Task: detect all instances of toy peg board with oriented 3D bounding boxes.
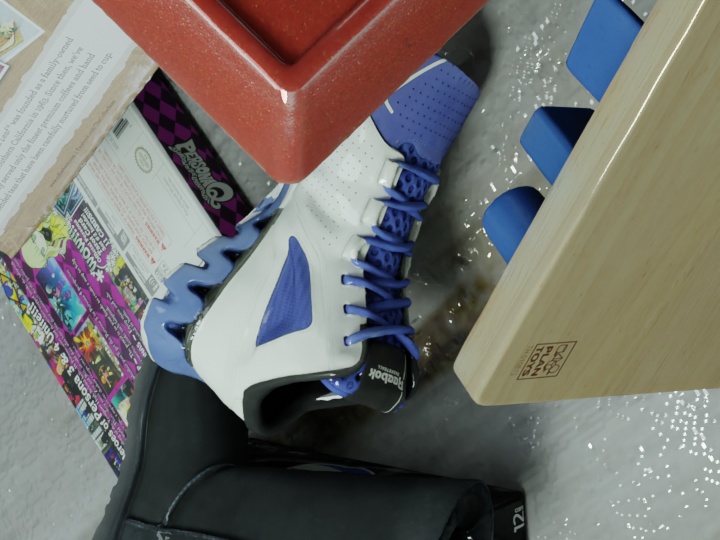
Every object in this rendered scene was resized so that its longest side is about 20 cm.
[{"bbox_3d":[0.135,-0.060,0.662,0.098,0.199,0.200,57,134,37],"label":"toy peg board"}]

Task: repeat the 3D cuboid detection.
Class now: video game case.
[{"bbox_3d":[-0.129,0.000,1.030,0.200,0.036,0.181,55,131,18],"label":"video game case"}]

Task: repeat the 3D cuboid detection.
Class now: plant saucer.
[{"bbox_3d":[-0.029,-0.172,0.760,0.200,0.200,0.037,45,169,6],"label":"plant saucer"}]

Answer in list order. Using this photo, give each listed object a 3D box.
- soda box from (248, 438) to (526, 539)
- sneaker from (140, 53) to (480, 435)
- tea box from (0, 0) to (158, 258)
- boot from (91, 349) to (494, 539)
[{"bbox_3d":[-0.010,0.137,0.936,0.200,0.063,0.071,5,105,42],"label":"soda box"},{"bbox_3d":[-0.001,0.001,0.836,0.200,0.081,0.115,-50,57,10],"label":"sneaker"},{"bbox_3d":[-0.173,-0.153,0.902,0.200,0.133,0.197,-45,30,42],"label":"tea box"},{"bbox_3d":[-0.027,0.099,0.863,0.200,0.066,0.165,1,71,42],"label":"boot"}]
